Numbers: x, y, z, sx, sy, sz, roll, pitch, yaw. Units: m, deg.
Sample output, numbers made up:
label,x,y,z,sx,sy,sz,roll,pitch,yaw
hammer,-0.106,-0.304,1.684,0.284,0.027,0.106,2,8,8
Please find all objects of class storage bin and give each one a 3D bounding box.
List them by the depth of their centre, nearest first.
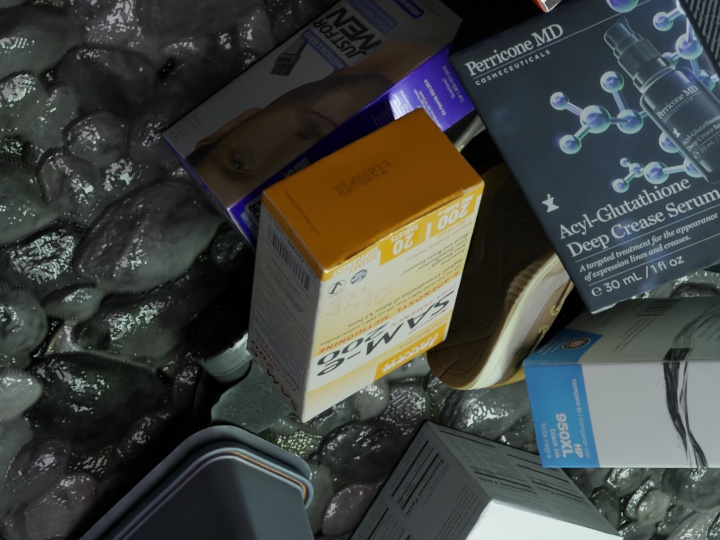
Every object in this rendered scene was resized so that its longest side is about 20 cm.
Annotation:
label,x,y,z,sx,sy,sz,roll,pitch,yaw
storage bin,-0.109,0.238,1.617,0.200,0.134,0.145,-42,135,18

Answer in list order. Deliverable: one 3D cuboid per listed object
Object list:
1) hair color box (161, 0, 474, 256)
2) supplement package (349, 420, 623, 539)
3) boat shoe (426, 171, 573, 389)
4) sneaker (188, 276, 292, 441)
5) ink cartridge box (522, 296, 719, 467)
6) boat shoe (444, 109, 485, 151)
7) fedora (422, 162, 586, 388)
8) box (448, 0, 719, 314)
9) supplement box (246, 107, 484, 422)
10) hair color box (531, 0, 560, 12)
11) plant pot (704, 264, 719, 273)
label,x,y,z,sx,sy,sz,roll,pitch,yaw
hair color box,-0.019,-0.106,1.478,0.200,0.109,0.065,-38,133,-4
supplement package,0.080,0.246,1.783,0.156,0.111,0.200,19,109,-39
boat shoe,0.118,-0.006,1.553,0.066,0.074,0.200,15,111,-55
sneaker,-0.047,0.046,1.604,0.200,0.060,0.104,-36,134,0
ink cartridge box,0.235,0.075,1.550,0.145,0.200,0.084,-32,115,-56
boat shoe,0.032,-0.087,1.538,0.200,0.072,0.060,-43,168,-4
fedora,0.105,-0.012,1.639,0.200,0.082,0.201,-17,128,-22
box,0.171,-0.100,1.406,0.148,0.107,0.200,-23,110,24
supplement box,0.000,0.000,1.450,0.126,0.074,0.200,-30,156,-21
hair color box,0.094,-0.253,1.385,0.111,0.200,0.064,-41,132,-2
plant pot,0.324,-0.067,1.586,0.141,0.200,0.142,-34,136,-57
